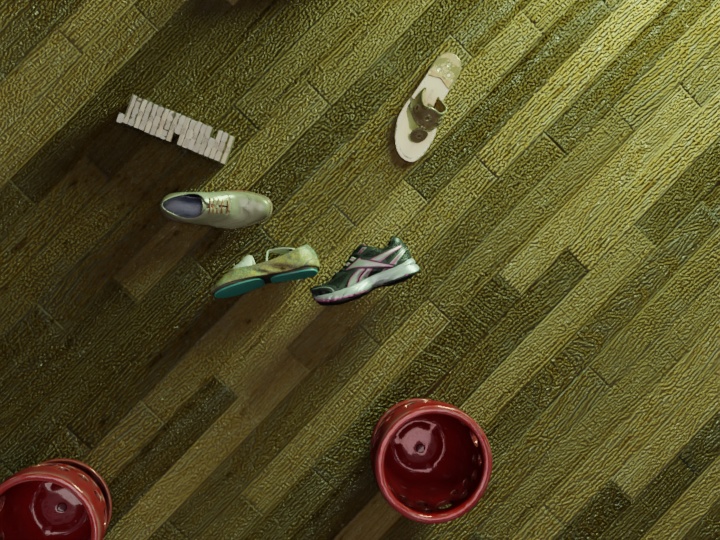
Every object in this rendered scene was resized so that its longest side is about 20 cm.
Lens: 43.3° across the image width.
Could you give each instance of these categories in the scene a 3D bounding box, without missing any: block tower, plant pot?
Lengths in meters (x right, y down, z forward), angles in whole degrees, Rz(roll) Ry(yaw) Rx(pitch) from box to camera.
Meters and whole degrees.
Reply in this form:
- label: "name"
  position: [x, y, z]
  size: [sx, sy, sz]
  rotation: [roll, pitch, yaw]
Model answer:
- label: "block tower"
  position: [-0.324, -0.249, 1.601]
  size: [0.200, 0.054, 0.058]
  rotation: [20, 90, -7]
- label: "plant pot"
  position: [-0.529, 0.421, 1.544]
  size: [0.200, 0.182, 0.201]
  rotation: [0, 93, -6]
- label: "plant pot"
  position: [0.115, 0.321, 1.596]
  size: [0.200, 0.182, 0.201]
  rotation: [0, 93, -5]

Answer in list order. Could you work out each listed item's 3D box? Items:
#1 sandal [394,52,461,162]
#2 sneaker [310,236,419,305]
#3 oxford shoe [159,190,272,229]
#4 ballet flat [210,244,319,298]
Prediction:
- label: "sandal"
  position: [0.123, -0.299, 1.634]
  size: [0.077, 0.070, 0.212]
  rotation: [26, 90, -6]
- label: "sneaker"
  position: [0.000, 0.000, 1.635]
  size: [0.200, 0.080, 0.087]
  rotation: [-19, 82, -12]
- label: "oxford shoe"
  position: [-0.256, -0.107, 1.603]
  size: [0.199, 0.074, 0.071]
  rotation: [-3, 93, -6]
- label: "ballet flat"
  position: [-0.174, -0.003, 1.626]
  size: [0.199, 0.071, 0.071]
  rotation: [-14, 94, -4]
